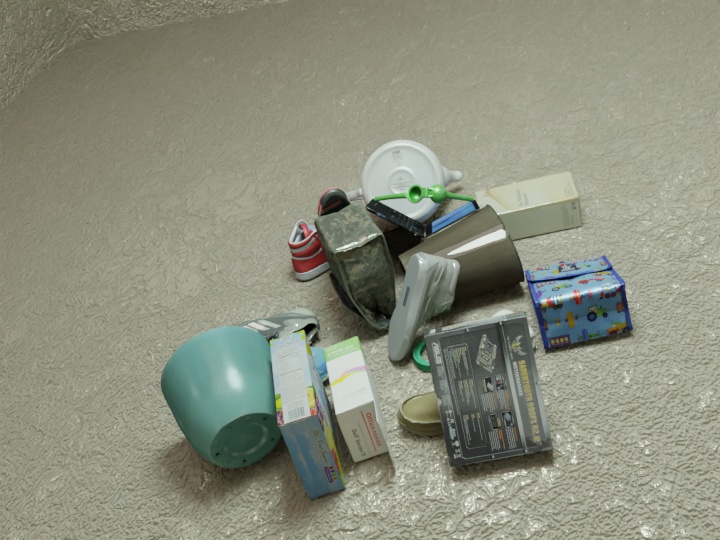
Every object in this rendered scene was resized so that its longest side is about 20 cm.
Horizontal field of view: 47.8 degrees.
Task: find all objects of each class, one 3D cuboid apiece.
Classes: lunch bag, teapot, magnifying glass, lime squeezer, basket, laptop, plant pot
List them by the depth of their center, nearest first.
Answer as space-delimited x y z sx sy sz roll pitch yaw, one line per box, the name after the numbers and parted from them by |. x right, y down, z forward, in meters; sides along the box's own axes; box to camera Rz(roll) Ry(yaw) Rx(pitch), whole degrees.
-0.212 0.221 1.340 0.198 0.202 0.162 -26 46 -10 | plant pot
0.373 0.036 1.421 0.148 0.095 0.201 -13 23 10 | lunch bag
0.185 0.119 1.434 0.197 0.023 0.080 -23 35 -7 | magnifying glass
0.181 -0.012 1.522 0.197 0.137 0.181 -24 41 0 | basket
0.000 0.000 1.527 0.116 0.202 0.164 -22 31 -5 | lunch bag
0.125 -0.149 1.584 0.196 0.038 0.071 -1 10 1 | lime squeezer
0.123 -0.131 1.613 0.198 0.105 0.177 27 10 0 | laptop
0.092 -0.186 1.781 0.199 0.199 0.146 -56 -5 5 | teapot

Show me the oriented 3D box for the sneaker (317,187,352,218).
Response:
-0.056 -0.120 1.620 0.073 0.201 0.088 -24 65 -2 | sneaker

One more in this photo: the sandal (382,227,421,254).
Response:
0.036 -0.035 1.682 0.196 0.082 0.055 -14 56 -5 | sandal

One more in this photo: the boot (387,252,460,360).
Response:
0.116 0.070 1.432 0.094 0.203 0.074 8 21 -22 | boot

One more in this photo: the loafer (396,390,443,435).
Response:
0.151 0.210 1.286 0.196 0.068 0.077 -8 35 13 | loafer

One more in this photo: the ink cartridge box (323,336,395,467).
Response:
-0.004 0.218 1.303 0.066 0.118 0.201 -18 34 1 | ink cartridge box

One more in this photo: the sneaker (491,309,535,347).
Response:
0.208 0.138 1.356 0.199 0.071 0.080 -33 40 -20 | sneaker

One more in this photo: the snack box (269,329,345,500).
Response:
-0.085 0.225 1.288 0.067 0.171 0.201 -17 35 -1 | snack box

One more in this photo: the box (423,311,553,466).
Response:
0.189 0.175 1.207 0.155 0.204 0.048 -12 2 9 | box

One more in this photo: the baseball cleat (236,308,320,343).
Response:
-0.173 0.126 1.537 0.197 0.071 0.106 -24 20 -7 | baseball cleat

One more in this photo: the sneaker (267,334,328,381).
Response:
-0.136 0.162 1.465 0.196 0.091 0.079 -7 36 15 | sneaker

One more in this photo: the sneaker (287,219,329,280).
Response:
-0.067 -0.074 1.731 0.199 0.114 0.071 -35 38 -21 | sneaker

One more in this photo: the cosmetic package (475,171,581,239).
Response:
0.338 -0.126 1.648 0.196 0.074 0.104 -12 36 9 | cosmetic package
